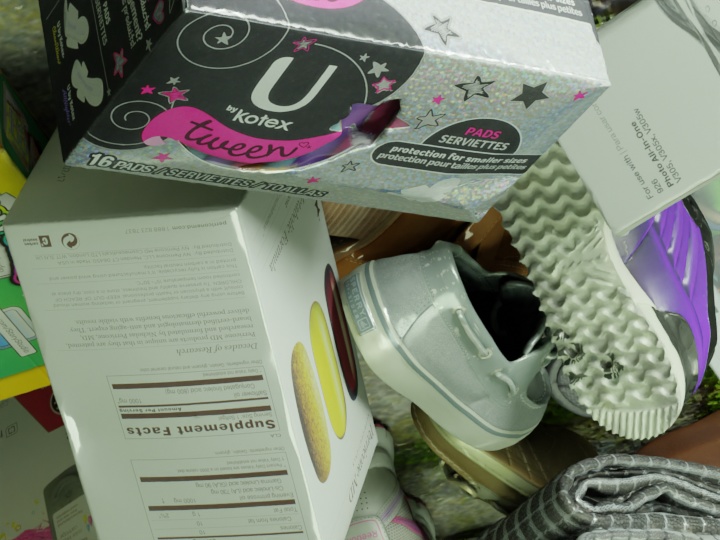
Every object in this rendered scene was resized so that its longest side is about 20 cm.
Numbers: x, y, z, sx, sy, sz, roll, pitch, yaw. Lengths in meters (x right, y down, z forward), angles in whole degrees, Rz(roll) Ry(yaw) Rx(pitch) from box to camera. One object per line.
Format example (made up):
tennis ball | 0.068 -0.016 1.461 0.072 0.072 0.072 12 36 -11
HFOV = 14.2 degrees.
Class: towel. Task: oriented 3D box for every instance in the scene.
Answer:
towel | 0.155 0.168 1.616 0.200 0.086 0.166 3 149 -32

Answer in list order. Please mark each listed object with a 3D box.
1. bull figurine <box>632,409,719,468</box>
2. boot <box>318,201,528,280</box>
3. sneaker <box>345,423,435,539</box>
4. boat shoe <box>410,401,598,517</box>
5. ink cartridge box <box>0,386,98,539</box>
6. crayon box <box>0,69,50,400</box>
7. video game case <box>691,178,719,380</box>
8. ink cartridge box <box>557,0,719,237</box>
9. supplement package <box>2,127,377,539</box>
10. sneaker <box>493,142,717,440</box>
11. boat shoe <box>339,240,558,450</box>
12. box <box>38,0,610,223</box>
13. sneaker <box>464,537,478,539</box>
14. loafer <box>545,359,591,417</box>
bull figurine | 0.251 0.106 1.679 0.200 0.065 0.121 -17 151 29
boot | 0.000 0.000 1.421 0.154 0.074 0.200 6 147 -35
sneaker | 0.003 0.171 1.677 0.081 0.088 0.200 -16 149 6
boat shoe | 0.078 0.110 1.627 0.063 0.073 0.201 -31 152 19
ink cartridge box | -0.145 0.150 1.481 0.147 0.200 0.086 -27 146 21
crayon box | -0.211 -0.002 1.350 0.172 0.058 0.200 -19 149 7
video game case | 0.226 -0.043 1.419 0.200 0.023 0.182 -25 126 19
ink cartridge box | 0.186 -0.109 1.238 0.200 0.084 0.146 -31 -179 27
supplement package | -0.072 0.031 1.306 0.109 0.114 0.200 -4 122 16
sneaker | 0.121 -0.029 1.370 0.069 0.200 0.099 -6 -163 36
boat shoe | 0.061 0.035 1.384 0.071 0.070 0.201 -23 157 17
box | -0.017 -0.110 1.175 0.200 0.132 0.115 7 145 -30
sneaker | 0.148 0.224 1.779 0.200 0.075 0.105 17 160 16
loafer | 0.179 0.002 1.516 0.200 0.063 0.072 -34 113 24
